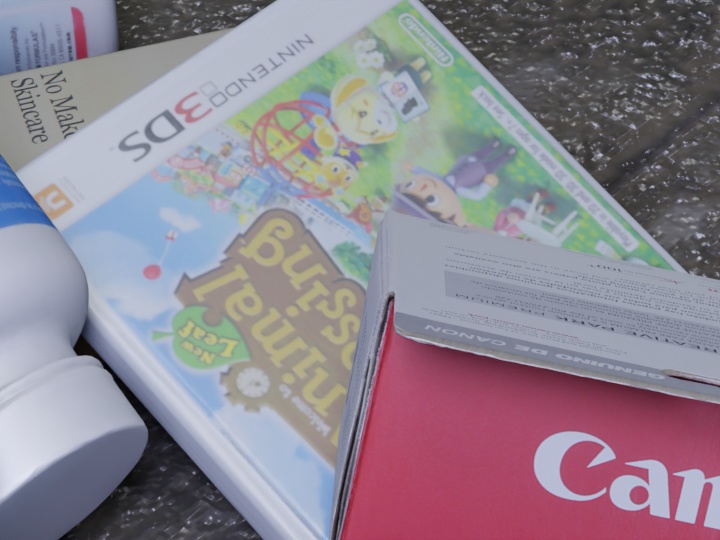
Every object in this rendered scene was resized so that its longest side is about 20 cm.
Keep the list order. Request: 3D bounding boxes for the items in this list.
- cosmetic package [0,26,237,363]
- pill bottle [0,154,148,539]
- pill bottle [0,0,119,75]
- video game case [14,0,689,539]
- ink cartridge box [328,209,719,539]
[{"bbox_3d":[-0.113,-0.020,1.032,0.199,0.071,0.105,-14,40,-13],"label":"cosmetic package"},{"bbox_3d":[-0.157,-0.001,0.899,0.112,0.112,0.200,-31,73,-31],"label":"pill bottle"},{"bbox_3d":[-0.203,-0.119,1.134,0.198,0.109,0.109,-9,38,-8],"label":"pill bottle"},{"bbox_3d":[0.000,0.000,0.961,0.182,0.022,0.200,-36,73,-26],"label":"video game case"},{"bbox_3d":[0.094,0.055,0.825,0.198,0.085,0.176,12,11,-1],"label":"ink cartridge box"}]
